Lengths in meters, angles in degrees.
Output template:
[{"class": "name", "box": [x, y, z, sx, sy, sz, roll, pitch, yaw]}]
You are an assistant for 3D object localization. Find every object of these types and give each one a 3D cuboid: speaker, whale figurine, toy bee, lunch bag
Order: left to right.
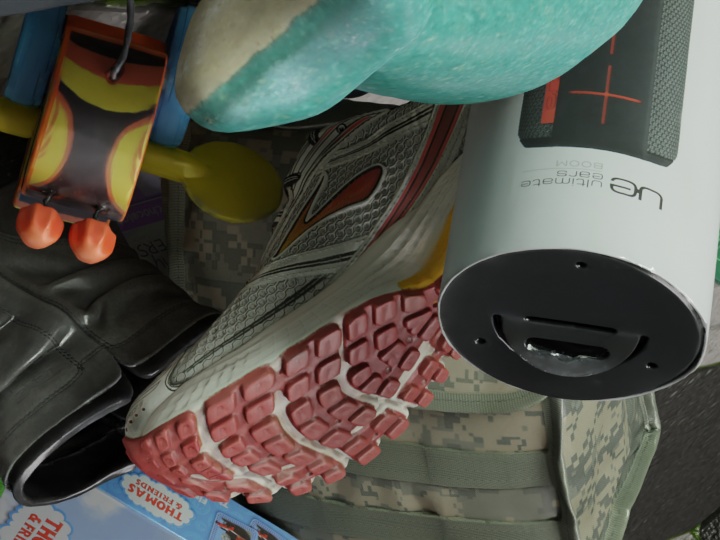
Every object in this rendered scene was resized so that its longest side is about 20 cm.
[{"class": "toy bee", "box": [-0.096, -0.049, 0.846, 0.200, 0.130, 0.109, 73, 29, -66]}, {"class": "lunch bag", "box": [0.019, 0.020, 0.979, 0.118, 0.163, 0.201, -63, 150, -42]}, {"class": "whale figurine", "box": [0.021, -0.083, 0.679, 0.159, 0.104, 0.200, -37, -169, 27]}, {"class": "speaker", "box": [0.075, -0.062, 0.790, 0.081, 0.081, 0.201, 117, -13, -56]}]

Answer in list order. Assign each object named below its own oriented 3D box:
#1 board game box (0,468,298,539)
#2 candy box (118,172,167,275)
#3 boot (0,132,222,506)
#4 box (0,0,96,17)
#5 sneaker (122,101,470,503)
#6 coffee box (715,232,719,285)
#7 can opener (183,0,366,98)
[{"class": "board game box", "box": [-0.144, 0.109, 1.036, 0.151, 0.199, 0.037, -53, -170, 40]}, {"class": "candy box", "box": [-0.113, 0.037, 1.114, 0.167, 0.072, 0.200, -17, 154, -50]}, {"class": "boot", "box": [-0.152, 0.037, 0.908, 0.200, 0.132, 0.070, -34, 149, -17]}, {"class": "box", "box": [-0.114, -0.129, 0.576, 0.200, 0.122, 0.106, -19, 156, -49]}, {"class": "sneaker", "box": [0.000, 0.000, 0.863, 0.200, 0.082, 0.078, -39, 145, -12]}, {"class": "coffee box", "box": [0.176, -0.040, 0.944, 0.123, 0.044, 0.200, -49, 144, 13]}, {"class": "can opener", "box": [-0.021, -0.096, 0.960, 0.078, 0.064, 0.200, -19, 167, 7]}]
